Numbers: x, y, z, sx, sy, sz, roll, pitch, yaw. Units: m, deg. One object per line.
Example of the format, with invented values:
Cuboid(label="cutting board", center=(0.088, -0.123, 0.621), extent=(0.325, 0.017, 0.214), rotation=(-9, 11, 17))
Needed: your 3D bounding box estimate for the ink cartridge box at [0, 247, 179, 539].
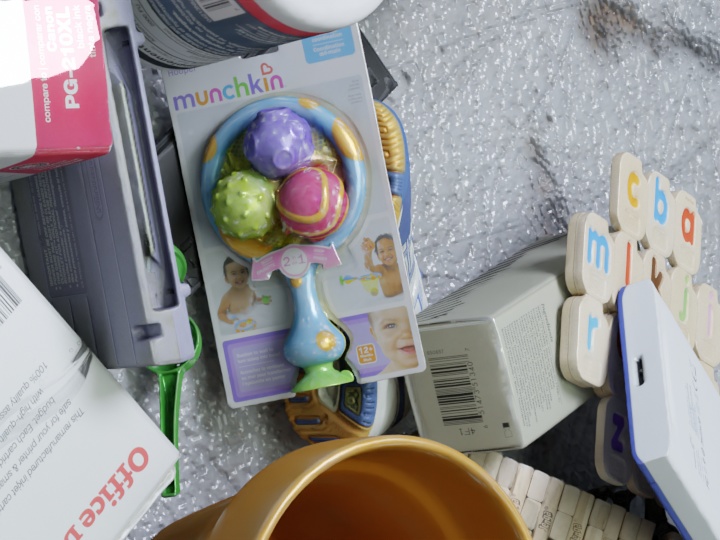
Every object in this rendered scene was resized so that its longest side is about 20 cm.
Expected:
Cuboid(label="ink cartridge box", center=(-0.210, 0.080, 1.428), extent=(0.200, 0.084, 0.145), rotation=(50, 59, -20))

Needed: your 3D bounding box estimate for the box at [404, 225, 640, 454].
Cuboid(label="box", center=(0.101, 0.038, 1.627), extent=(0.200, 0.068, 0.083), rotation=(-27, 107, -58))

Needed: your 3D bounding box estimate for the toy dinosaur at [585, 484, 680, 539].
Cuboid(label="toy dinosaur", center=(0.155, 0.183, 1.693), extent=(0.199, 0.077, 0.103), rotation=(-5, 75, -41))

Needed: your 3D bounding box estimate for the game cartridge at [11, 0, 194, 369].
Cuboid(label="game cartridge", center=(-0.143, -0.048, 1.461), extent=(0.038, 0.129, 0.202), rotation=(-12, 93, -28))

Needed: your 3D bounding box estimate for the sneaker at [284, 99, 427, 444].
Cuboid(label="sneaker", center=(0.000, 0.000, 1.591), extent=(0.088, 0.075, 0.202), rotation=(-13, 112, -61))

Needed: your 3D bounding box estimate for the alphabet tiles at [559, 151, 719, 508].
Cuboid(label="alphabet tiles", center=(0.169, 0.038, 1.659), extent=(0.200, 0.015, 0.197), rotation=(27, 64, -55))

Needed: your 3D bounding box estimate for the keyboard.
Cuboid(label="keyboard", center=(-0.047, -0.057, 1.602), extent=(0.200, 0.021, 0.127), rotation=(-46, 111, -29))

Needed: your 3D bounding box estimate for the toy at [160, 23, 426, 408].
Cuboid(label="toy", center=(-0.040, -0.030, 1.523), extent=(0.047, 0.114, 0.202), rotation=(-38, 116, -79))

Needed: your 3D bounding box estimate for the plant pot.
Cuboid(label="plant pot", center=(-0.031, 0.191, 1.488), extent=(0.199, 0.183, 0.202), rotation=(4, 83, -35))

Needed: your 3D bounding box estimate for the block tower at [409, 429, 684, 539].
Cuboid(label="block tower", center=(0.104, 0.152, 1.627), extent=(0.199, 0.054, 0.058), rotation=(23, 68, -9))

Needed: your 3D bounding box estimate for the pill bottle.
Cuboid(label="pill bottle", center=(-0.083, -0.169, 1.468), extent=(0.119, 0.199, 0.121), rotation=(7, 80, -41))

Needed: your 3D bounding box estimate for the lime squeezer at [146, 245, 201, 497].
Cuboid(label="lime squeezer", center=(-0.116, 0.019, 1.520), extent=(0.071, 0.037, 0.202), rotation=(-17, 99, -62))

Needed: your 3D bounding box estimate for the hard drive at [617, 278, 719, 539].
Cuboid(label="hard drive", center=(0.202, 0.117, 1.633), extent=(0.133, 0.025, 0.200), rotation=(-90, 155, -43))

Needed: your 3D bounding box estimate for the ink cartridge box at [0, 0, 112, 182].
Cuboid(label="ink cartridge box", center=(-0.246, -0.086, 1.379), extent=(0.199, 0.144, 0.085), rotation=(-3, 86, -37))
